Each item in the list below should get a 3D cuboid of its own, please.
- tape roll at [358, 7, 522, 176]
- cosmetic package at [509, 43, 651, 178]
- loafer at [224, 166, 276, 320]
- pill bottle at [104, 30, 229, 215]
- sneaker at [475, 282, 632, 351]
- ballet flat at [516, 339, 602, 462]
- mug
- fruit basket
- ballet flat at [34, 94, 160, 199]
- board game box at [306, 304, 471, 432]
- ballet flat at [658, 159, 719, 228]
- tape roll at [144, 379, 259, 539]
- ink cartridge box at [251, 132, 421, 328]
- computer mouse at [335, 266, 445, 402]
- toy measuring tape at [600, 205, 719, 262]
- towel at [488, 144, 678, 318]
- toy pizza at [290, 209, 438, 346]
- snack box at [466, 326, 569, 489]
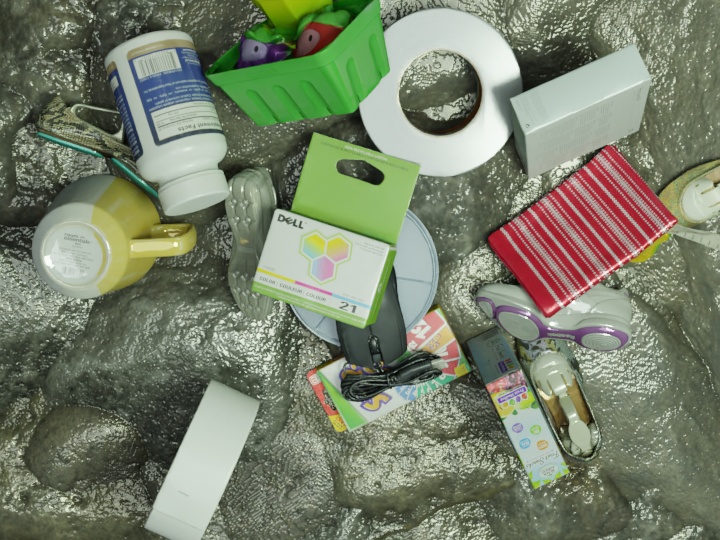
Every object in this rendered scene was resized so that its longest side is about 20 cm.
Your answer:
[{"bbox_3d":[0.096,-0.218,1.412,0.199,0.066,0.202,0,103,0],"label":"tape roll"},{"bbox_3d":[0.255,-0.181,1.352,0.150,0.200,0.052,-22,78,5],"label":"cosmetic package"},{"bbox_3d":[-0.128,-0.033,1.451,0.070,0.070,0.201,15,121,24],"label":"loafer"},{"bbox_3d":[-0.224,-0.173,1.376,0.110,0.111,0.201,-19,85,4],"label":"pill bottle"},{"bbox_3d":[0.247,0.042,1.470,0.199,0.100,0.075,12,146,7],"label":"sneaker"},{"bbox_3d":[0.262,0.161,1.491,0.072,0.072,0.201,-24,101,5],"label":"ballet flat"},{"bbox_3d":[-0.314,-0.043,1.407,0.186,0.153,0.150,-33,99,6],"label":"mug"},{"bbox_3d":[-0.080,-0.285,1.328,0.215,0.156,0.216,23,141,20],"label":"fruit basket"},{"bbox_3d":[-0.303,-0.158,1.432,0.199,0.068,0.076,28,85,-3],"label":"ballet flat"},{"bbox_3d":[0.036,0.132,1.508,0.199,0.030,0.096,-27,100,8],"label":"board game box"},{"bbox_3d":[0.455,-0.106,1.435,0.199,0.071,0.071,-27,101,6],"label":"ballet flat"},{"bbox_3d":[-0.198,0.241,1.442,0.071,0.202,0.203,25,101,-5],"label":"tape roll"},{"bbox_3d":[-0.028,-0.051,1.373,0.147,0.076,0.201,18,95,9],"label":"ink cartridge box"},{"bbox_3d":[0.018,0.063,1.441,0.138,0.053,0.201,-16,99,4],"label":"computer mouse"},{"bbox_3d":[0.374,-0.033,1.429,0.199,0.073,0.074,21,103,25],"label":"toy measuring tape"},{"bbox_3d":[0.269,-0.050,1.424,0.200,0.022,0.145,-37,58,9],"label":"towel"},{"bbox_3d":[0.000,0.000,1.474,0.199,0.032,0.201,0,100,1],"label":"toy pizza"},{"bbox_3d":[0.191,0.163,1.424,0.053,0.200,0.143,-27,100,5],"label":"snack box"}]
